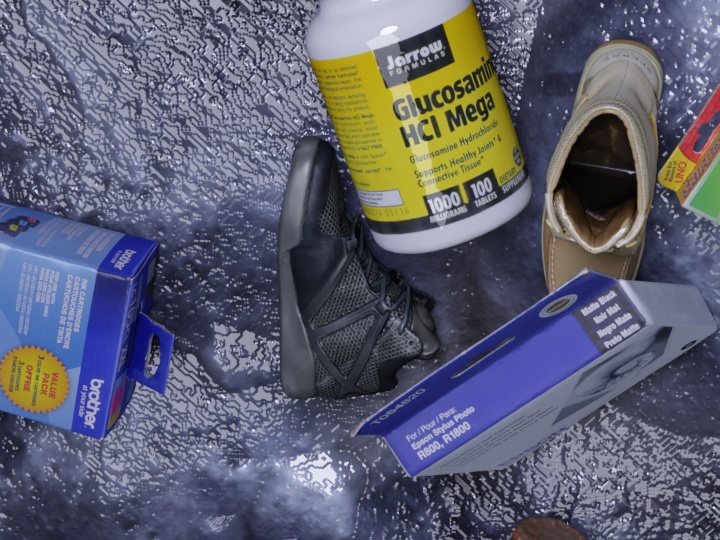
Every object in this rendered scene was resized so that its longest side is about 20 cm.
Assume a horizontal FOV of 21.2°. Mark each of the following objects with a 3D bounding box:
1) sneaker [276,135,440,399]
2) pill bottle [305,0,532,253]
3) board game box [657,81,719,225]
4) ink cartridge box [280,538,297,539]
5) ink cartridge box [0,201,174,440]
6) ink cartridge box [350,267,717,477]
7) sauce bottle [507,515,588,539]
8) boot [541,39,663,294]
[{"bbox_3d":[0.000,0.000,1.322,0.114,0.076,0.200,2,115,9],"label":"sneaker"},{"bbox_3d":[0.031,-0.121,1.243,0.112,0.112,0.200,-15,108,17],"label":"pill bottle"},{"bbox_3d":[0.299,-0.050,1.241,0.200,0.030,0.096,26,115,-13],"label":"board game box"},{"bbox_3d":[-0.123,0.291,1.443,0.200,0.086,0.147,-10,110,25],"label":"ink cartridge box"},{"bbox_3d":[-0.227,0.033,1.382,0.199,0.076,0.137,14,114,4],"label":"ink cartridge box"},{"bbox_3d":[0.119,0.072,1.264,0.199,0.200,0.041,-36,70,23],"label":"ink cartridge box"},{"bbox_3d":[0.112,0.277,1.416,0.066,0.066,0.200,19,113,4],"label":"sauce bottle"},{"bbox_3d":[0.151,-0.033,1.231,0.073,0.156,0.201,13,114,6],"label":"boot"}]
